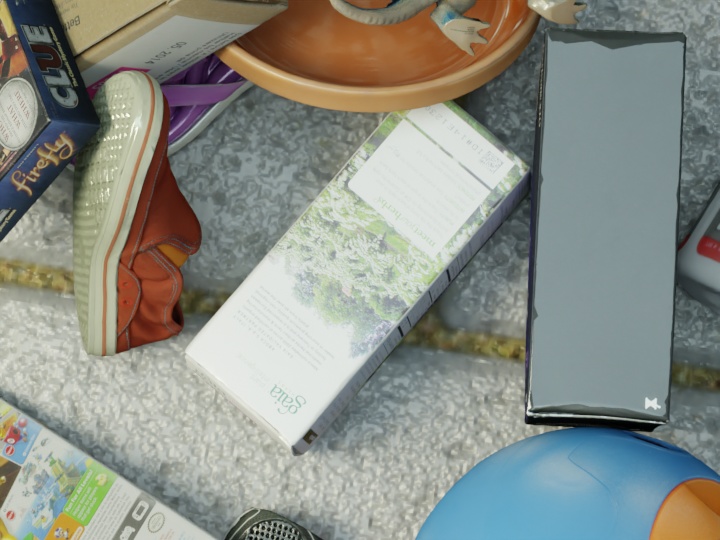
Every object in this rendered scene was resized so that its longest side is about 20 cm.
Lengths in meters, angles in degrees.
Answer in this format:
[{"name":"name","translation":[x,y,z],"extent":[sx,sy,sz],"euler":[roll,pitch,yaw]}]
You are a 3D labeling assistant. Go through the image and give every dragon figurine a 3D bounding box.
[{"name":"dragon figurine","translation":[0.053,-0.165,1.355],"extent":[0.200,0.059,0.099],"euler":[-18,43,-21]}]

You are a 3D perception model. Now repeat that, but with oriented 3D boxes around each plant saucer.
[{"name":"plant saucer","translation":[0.001,-0.159,1.410],"extent":[0.200,0.032,0.200],"euler":[2,50,-3]}]

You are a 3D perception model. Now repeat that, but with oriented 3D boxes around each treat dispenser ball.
[{"name":"treat dispenser ball","translation":[0.118,0.180,1.336],"extent":[0.201,0.201,0.201],"euler":[0,85,1]}]

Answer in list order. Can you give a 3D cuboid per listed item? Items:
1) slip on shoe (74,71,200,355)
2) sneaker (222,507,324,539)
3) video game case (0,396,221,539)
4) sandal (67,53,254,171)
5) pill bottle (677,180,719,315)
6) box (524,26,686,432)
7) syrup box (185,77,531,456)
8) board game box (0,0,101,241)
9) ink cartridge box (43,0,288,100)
[{"name":"slip on shoe","translation":[-0.115,-0.030,1.370],"extent":[0.061,0.200,0.074],"euler":[-7,51,-14]},{"name":"sneaker","translation":[-0.057,0.228,1.394],"extent":[0.080,0.086,0.200],"euler":[8,85,0]},{"name":"video game case","translation":[-0.170,0.169,1.405],"extent":[0.200,0.018,0.143],"euler":[30,87,22]},{"name":"sandal","translation":[-0.088,-0.126,1.442],"extent":[0.203,0.050,0.082],"euler":[-33,85,-3]},{"name":"pill bottle","translation":[0.263,-0.055,1.397],"extent":[0.114,0.114,0.200],"euler":[32,87,4]},{"name":"box","translation":[0.128,-0.018,1.383],"extent":[0.079,0.141,0.200],"euler":[3,85,1]},{"name":"syrup box","translation":[0.000,0.000,1.414],"extent":[0.079,0.081,0.200],"euler":[40,87,7]},{"name":"board game box","translation":[-0.214,-0.116,1.366],"extent":[0.135,0.035,0.200],"euler":[-45,56,36]},{"name":"ink cartridge box","translation":[-0.138,-0.177,1.370],"extent":[0.200,0.075,0.165],"euler":[-25,70,42]}]
